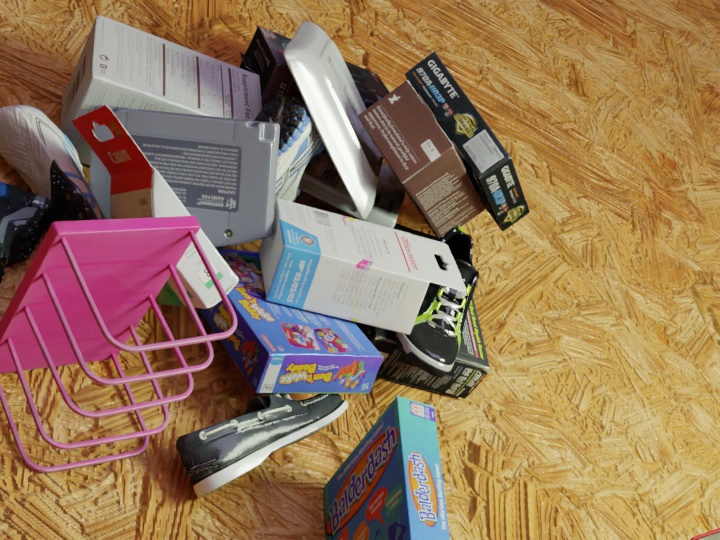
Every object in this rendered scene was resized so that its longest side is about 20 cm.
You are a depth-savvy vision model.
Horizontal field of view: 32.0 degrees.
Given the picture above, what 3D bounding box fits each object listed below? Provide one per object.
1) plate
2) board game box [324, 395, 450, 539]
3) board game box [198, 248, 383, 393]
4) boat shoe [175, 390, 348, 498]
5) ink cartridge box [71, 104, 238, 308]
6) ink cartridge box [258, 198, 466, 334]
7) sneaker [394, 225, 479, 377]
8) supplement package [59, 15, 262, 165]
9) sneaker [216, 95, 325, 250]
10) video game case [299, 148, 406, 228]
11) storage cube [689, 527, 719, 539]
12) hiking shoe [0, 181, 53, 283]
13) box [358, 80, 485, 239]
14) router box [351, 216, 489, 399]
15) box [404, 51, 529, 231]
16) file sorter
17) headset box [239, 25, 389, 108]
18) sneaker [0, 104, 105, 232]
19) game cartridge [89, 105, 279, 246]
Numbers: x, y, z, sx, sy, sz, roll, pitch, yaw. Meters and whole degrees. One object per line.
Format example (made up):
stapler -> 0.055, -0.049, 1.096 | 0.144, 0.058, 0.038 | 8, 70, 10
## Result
plate -> -0.020, -0.178, 1.409 | 0.200, 0.032, 0.202 | -77, 142, -69
board game box -> 0.022, 0.238, 1.121 | 0.044, 0.153, 0.202 | 18, 40, -21
board game box -> -0.083, 0.049, 1.274 | 0.133, 0.045, 0.200 | 5, 28, -34
boat shoe -> -0.089, 0.145, 1.188 | 0.199, 0.075, 0.061 | -24, 84, -51
ink cartridge box -> -0.212, -0.055, 1.190 | 0.050, 0.160, 0.201 | -43, 107, -18
ink cartridge box -> 0.000, 0.000, 1.305 | 0.197, 0.069, 0.116 | 14, 25, -15
sneaker -> 0.087, 0.023, 1.353 | 0.071, 0.083, 0.201 | 24, 39, -14
supplement package -> -0.220, -0.174, 1.391 | 0.198, 0.117, 0.118 | 18, 38, -24
sneaker -> -0.107, -0.085, 1.351 | 0.077, 0.200, 0.085 | 45, 6, 38
video game case -> -0.031, -0.119, 1.501 | 0.180, 0.022, 0.200 | 27, 20, -2
storage cube -> 0.368, 0.367, 1.240 | 0.198, 0.180, 0.172 | -3, 52, -41
hiking shoe -> -0.366, -0.023, 1.165 | 0.086, 0.075, 0.200 | 27, 28, 0
box -> 0.073, -0.118, 1.416 | 0.101, 0.074, 0.200 | 58, 2, 23
router box -> 0.056, 0.038, 1.434 | 0.148, 0.062, 0.202 | 17, 41, -24
box -> 0.129, -0.146, 1.477 | 0.160, 0.046, 0.200 | 58, 3, 21
file sorter -> -0.215, 0.067, 1.076 | 0.138, 0.200, 0.126 | -5, 56, -41
headset box -> -0.061, -0.224, 1.576 | 0.198, 0.078, 0.149 | 20, 22, -23
sneaker -> -0.303, -0.090, 1.279 | 0.072, 0.072, 0.201 | -9, 60, -56
game cartridge -> -0.181, -0.093, 1.285 | 0.197, 0.135, 0.041 | 8, 7, 12
